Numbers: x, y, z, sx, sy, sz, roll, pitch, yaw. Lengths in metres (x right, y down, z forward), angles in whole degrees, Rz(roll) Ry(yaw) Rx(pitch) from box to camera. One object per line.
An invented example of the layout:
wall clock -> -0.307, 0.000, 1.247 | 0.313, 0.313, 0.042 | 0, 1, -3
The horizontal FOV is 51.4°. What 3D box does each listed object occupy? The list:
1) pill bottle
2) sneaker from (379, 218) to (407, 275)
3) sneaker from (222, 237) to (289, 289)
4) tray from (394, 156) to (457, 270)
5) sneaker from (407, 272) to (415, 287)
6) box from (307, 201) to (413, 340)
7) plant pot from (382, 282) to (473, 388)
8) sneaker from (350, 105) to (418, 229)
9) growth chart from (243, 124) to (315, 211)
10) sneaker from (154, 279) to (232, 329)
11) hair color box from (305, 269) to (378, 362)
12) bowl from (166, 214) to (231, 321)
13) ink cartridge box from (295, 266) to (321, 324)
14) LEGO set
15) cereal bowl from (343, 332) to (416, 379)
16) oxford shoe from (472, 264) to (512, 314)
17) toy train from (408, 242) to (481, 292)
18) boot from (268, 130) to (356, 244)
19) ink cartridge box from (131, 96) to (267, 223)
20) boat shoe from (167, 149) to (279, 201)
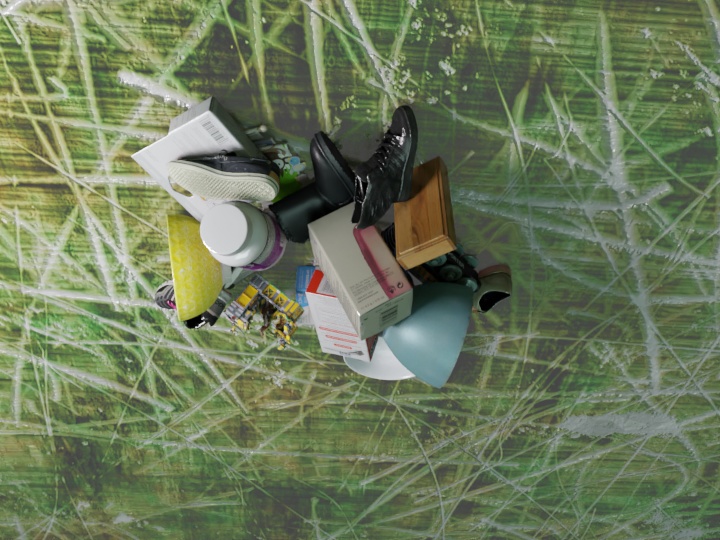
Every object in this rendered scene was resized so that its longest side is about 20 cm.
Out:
pill bottle -> -0.205, -0.060, 1.299 | 0.111, 0.114, 0.200 | -9, 175, 9
sneaker -> 0.069, -0.063, 1.408 | 0.070, 0.078, 0.202 | -2, 121, -49
sneaker -> -0.214, -0.021, 1.479 | 0.079, 0.075, 0.200 | 22, 134, -31
tray -> 0.108, -0.103, 1.293 | 0.098, 0.202, 0.037 | -23, 134, 24
sneaker -> 0.080, 0.083, 1.550 | 0.108, 0.067, 0.202 | -50, 140, -13
box -> 0.000, 0.000, 1.333 | 0.108, 0.201, 0.128 | -26, 158, -10
plant pot -> 0.119, 0.106, 1.430 | 0.133, 0.202, 0.201 | 19, 136, -1
sneaker -> 0.035, -0.173, 1.260 | 0.103, 0.060, 0.203 | -9, 118, -24
growth chart -> -0.171, -0.180, 1.345 | 0.143, 0.018, 0.201 | -19, 135, 18
sneaker -> -0.359, 0.075, 1.542 | 0.197, 0.088, 0.074 | 1, 148, 30
hair color box -> -0.033, 0.092, 1.485 | 0.109, 0.064, 0.201 | 10, 141, 17
bowl -> -0.300, -0.012, 1.408 | 0.106, 0.202, 0.202 | -7, 139, -12
ink cartridge box -> -0.034, 0.054, 1.562 | 0.197, 0.069, 0.116 | 1, 139, -1
LEGO set -> -0.202, 0.106, 1.517 | 0.153, 0.116, 0.200 | 40, 159, -3
cereal bowl -> 0.062, 0.162, 1.660 | 0.197, 0.084, 0.201 | 2, 146, 2
oxford shoe -> 0.229, 0.060, 1.566 | 0.199, 0.075, 0.070 | -33, 130, 31
toy train -> 0.155, -0.008, 1.491 | 0.113, 0.086, 0.199 | -23, 133, 36
boot -> -0.088, -0.139, 1.325 | 0.161, 0.074, 0.199 | -27, 143, 10
ink cartridge box -> -0.263, -0.182, 1.293 | 0.172, 0.044, 0.200 | -22, 135, 21
boat shoe -> -0.225, -0.161, 1.244 | 0.197, 0.063, 0.075 | 7, 145, 12
